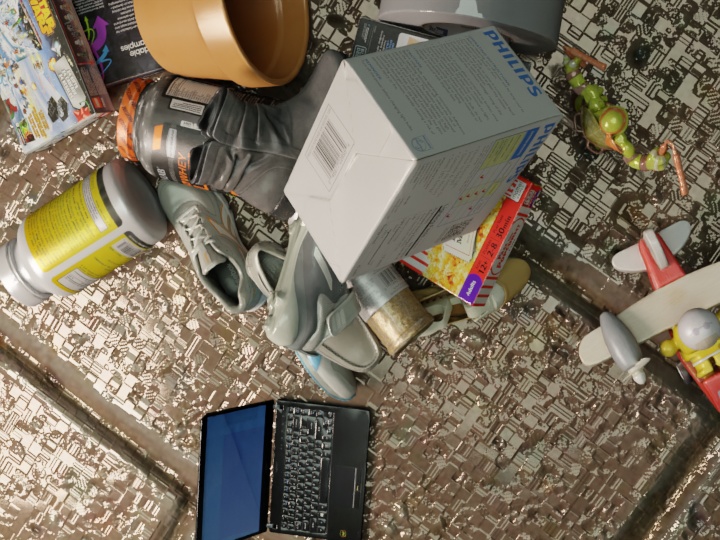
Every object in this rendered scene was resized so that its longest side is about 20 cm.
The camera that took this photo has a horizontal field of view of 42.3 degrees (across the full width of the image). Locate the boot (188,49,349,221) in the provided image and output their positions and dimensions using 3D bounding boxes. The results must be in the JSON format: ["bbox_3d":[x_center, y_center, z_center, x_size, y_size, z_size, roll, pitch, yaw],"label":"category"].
[{"bbox_3d":[-0.096,-0.166,0.994,0.130,0.069,0.204,25,84,-25],"label":"boot"}]

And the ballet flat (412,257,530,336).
[{"bbox_3d":[0.114,0.044,1.115,0.196,0.064,0.069,-20,122,13],"label":"ballet flat"}]

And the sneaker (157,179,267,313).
[{"bbox_3d":[-0.184,-0.035,1.136,0.075,0.092,0.201,-37,91,11],"label":"sneaker"}]

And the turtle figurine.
[{"bbox_3d":[0.273,-0.155,1.017,0.064,0.161,0.200,-43,91,11],"label":"turtle figurine"}]

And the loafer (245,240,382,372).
[{"bbox_3d":[-0.054,0.044,1.072,0.199,0.070,0.070,40,83,-5],"label":"loafer"}]

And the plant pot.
[{"bbox_3d":[-0.162,-0.303,1.057,0.137,0.199,0.205,-4,98,26],"label":"plant pot"}]

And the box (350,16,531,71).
[{"bbox_3d":[0.092,-0.226,1.059,0.196,0.117,0.061,17,98,7],"label":"box"}]

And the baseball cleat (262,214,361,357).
[{"bbox_3d":[-0.039,-0.008,1.021,0.105,0.070,0.204,22,84,-19],"label":"baseball cleat"}]

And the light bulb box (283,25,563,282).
[{"bbox_3d":[0.058,-0.115,0.924,0.126,0.197,0.199,56,143,18],"label":"light bulb box"}]

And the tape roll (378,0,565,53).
[{"bbox_3d":[0.120,-0.287,1.001,0.195,0.200,0.068,10,96,7],"label":"tape roll"}]

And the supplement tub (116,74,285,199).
[{"bbox_3d":[-0.179,-0.158,1.103,0.195,0.123,0.125,14,100,7],"label":"supplement tub"}]

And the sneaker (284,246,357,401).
[{"bbox_3d":[-0.048,0.064,1.140,0.080,0.077,0.203,-26,96,5],"label":"sneaker"}]

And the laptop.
[{"bbox_3d":[-0.094,0.262,1.158,0.195,0.103,0.182,6,99,7],"label":"laptop"}]

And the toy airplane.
[{"bbox_3d":[0.365,0.043,1.041,0.195,0.141,0.204,19,100,6],"label":"toy airplane"}]

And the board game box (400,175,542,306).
[{"bbox_3d":[0.090,-0.074,1.081,0.198,0.046,0.154,31,102,25],"label":"board game box"}]

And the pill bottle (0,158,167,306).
[{"bbox_3d":[-0.347,-0.041,1.149,0.197,0.112,0.114,-30,93,11],"label":"pill bottle"}]

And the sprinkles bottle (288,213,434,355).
[{"bbox_3d":[0.000,0.000,1.072,0.068,0.068,0.201,-40,82,12],"label":"sprinkles bottle"}]

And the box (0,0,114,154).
[{"bbox_3d":[-0.396,-0.264,1.143,0.135,0.040,0.204,-18,95,30],"label":"box"}]

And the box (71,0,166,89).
[{"bbox_3d":[-0.293,-0.336,1.140,0.140,0.036,0.205,-12,95,11],"label":"box"}]
